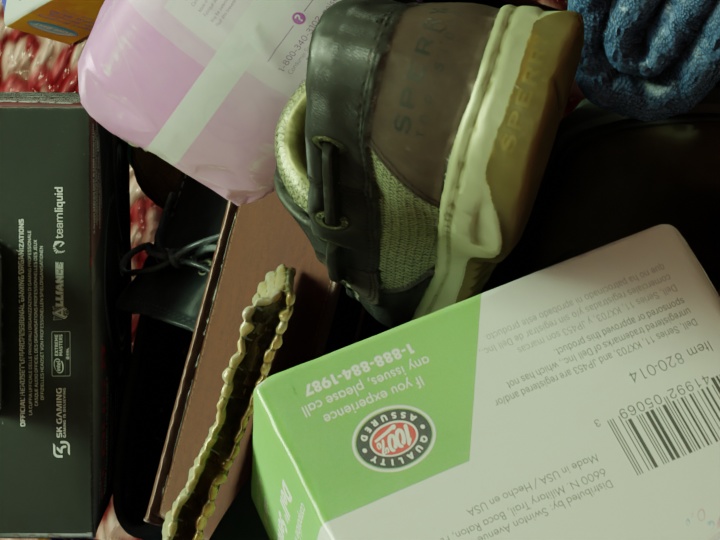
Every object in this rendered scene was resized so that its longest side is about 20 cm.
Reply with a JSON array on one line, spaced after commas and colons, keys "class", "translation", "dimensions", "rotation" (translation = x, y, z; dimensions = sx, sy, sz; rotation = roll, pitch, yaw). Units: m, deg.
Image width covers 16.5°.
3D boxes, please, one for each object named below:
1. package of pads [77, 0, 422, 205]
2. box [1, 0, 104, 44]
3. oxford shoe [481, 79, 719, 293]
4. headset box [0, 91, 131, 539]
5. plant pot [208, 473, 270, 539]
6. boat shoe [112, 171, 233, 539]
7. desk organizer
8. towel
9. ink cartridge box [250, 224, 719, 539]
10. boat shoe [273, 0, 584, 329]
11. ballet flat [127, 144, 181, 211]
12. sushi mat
[{"class": "package of pads", "translation": [0.005, -0.122, 0.692], "dimensions": [0.200, 0.075, 0.121], "rotation": [-51, 11, 33]}, {"class": "box", "translation": [-0.104, -0.177, 1.105], "dimensions": [0.200, 0.041, 0.120], "rotation": [-16, 64, 59]}, {"class": "oxford shoe", "translation": [0.077, 0.002, 0.693], "dimensions": [0.200, 0.072, 0.085], "rotation": [140, 134, -63]}, {"class": "headset box", "translation": [-0.126, 0.011, 0.911], "dimensions": [0.200, 0.076, 0.150], "rotation": [-117, 27, -85]}, {"class": "plant pot", "translation": [0.011, 0.151, 0.678], "dimensions": [0.141, 0.141, 0.202], "rotation": [-18, 53, 56]}, {"class": "boat shoe", "translation": [-0.049, 0.006, 0.878], "dimensions": [0.074, 0.062, 0.202], "rotation": [16, 100, 50]}, {"class": "desk organizer", "translation": [0.000, 0.000, 0.819], "dimensions": [0.077, 0.071, 0.202], "rotation": [16, 92, 58]}, {"class": "towel", "translation": [0.095, -0.132, 0.647], "dimensions": [0.201, 0.048, 0.112], "rotation": [-70, 3, -52]}, {"class": "ink cartridge box", "translation": [0.065, 0.102, 0.574], "dimensions": [0.067, 0.116, 0.201], "rotation": [99, 147, -61]}, {"class": "boat shoe", "translation": [0.012, -0.031, 0.621], "dimensions": [0.200, 0.064, 0.074], "rotation": [111, -179, -76]}, {"class": "ballet flat", "translation": [-0.038, -0.104, 0.922], "dimensions": [0.072, 0.068, 0.201], "rotation": [34, 119, 36]}, {"class": "sushi mat", "translation": [-0.039, 0.045, 0.691], "dimensions": [0.200, 0.012, 0.096], "rotation": [-136, 66, -88]}]
